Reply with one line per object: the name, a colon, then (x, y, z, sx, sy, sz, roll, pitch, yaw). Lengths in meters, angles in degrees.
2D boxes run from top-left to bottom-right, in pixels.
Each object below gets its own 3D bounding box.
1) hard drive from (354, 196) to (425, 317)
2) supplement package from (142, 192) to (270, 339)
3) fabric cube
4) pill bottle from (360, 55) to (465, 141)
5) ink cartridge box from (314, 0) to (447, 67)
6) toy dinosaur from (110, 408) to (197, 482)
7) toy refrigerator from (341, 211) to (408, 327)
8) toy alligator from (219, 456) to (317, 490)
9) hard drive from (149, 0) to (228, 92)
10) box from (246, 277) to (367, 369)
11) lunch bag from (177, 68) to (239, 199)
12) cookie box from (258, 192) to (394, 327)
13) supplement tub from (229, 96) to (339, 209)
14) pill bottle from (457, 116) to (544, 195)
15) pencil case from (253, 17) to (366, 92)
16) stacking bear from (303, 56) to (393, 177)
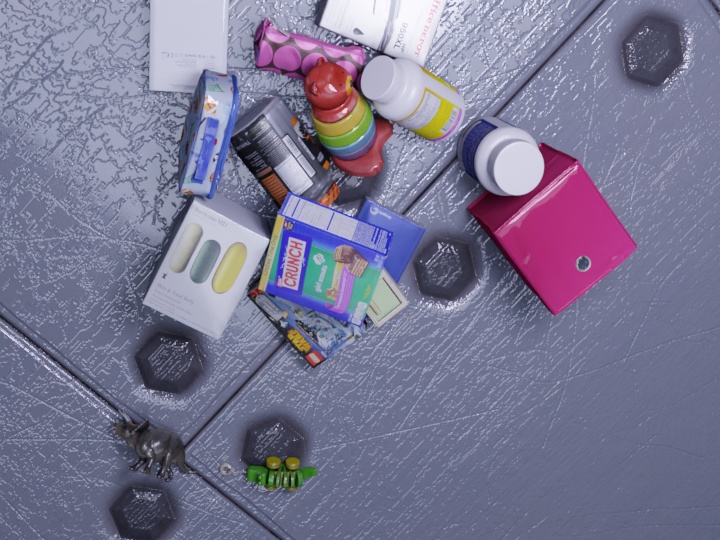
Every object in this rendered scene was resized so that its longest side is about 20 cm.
hard drive: (0.021, -0.020, 1.680, 0.130, 0.025, 0.203, 25, 102, -15)
supplement package: (-0.270, -0.019, 1.570, 0.150, 0.151, 0.202, 27, 101, -15)
fabric cube: (0.345, -0.081, 1.620, 0.195, 0.200, 0.200, -39, 108, 6)
pill bottle: (0.088, -0.296, 1.519, 0.198, 0.104, 0.106, 17, 107, -50)
ink cartridge box: (0.039, -0.453, 1.521, 0.196, 0.084, 0.147, 18, 104, -14)
toy dinosaur: (-0.382, 0.343, 1.700, 0.198, 0.076, 0.104, 26, 69, -29)
toy refrigerator: (0.000, 0.000, 1.633, 0.075, 0.070, 0.201, -36, 109, 4)
toy alligator: (-0.182, 0.409, 1.764, 0.195, 0.054, 0.061, 4, 106, -10)
hard drive: (-0.291, -0.407, 1.508, 0.129, 0.025, 0.204, 2, 107, -9)
box: (-0.099, 0.072, 1.667, 0.136, 0.040, 0.201, -34, 109, 18)
lunch bag: (-0.253, -0.222, 1.476, 0.074, 0.161, 0.203, 10, 115, -18)
cookie box: (-0.062, -0.016, 1.536, 0.196, 0.076, 0.173, 20, 128, 0)
supplement tub: (-0.130, -0.190, 1.555, 0.122, 0.123, 0.201, -37, 109, 4)
pill bottle: (0.249, -0.198, 1.569, 0.117, 0.200, 0.122, -2, 107, -7)
pencil case: (-0.084, -0.368, 1.521, 0.196, 0.092, 0.094, 10, 137, -15)
stacking bear: (-0.033, -0.268, 1.507, 0.111, 0.123, 0.201, 3, 150, 24)
